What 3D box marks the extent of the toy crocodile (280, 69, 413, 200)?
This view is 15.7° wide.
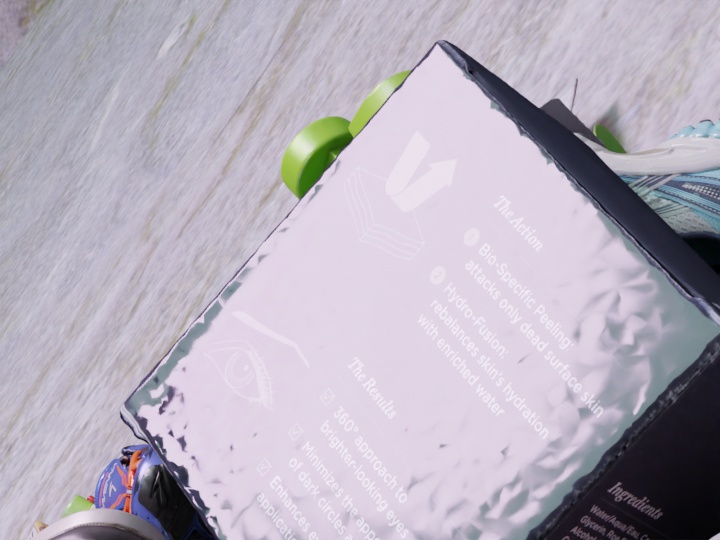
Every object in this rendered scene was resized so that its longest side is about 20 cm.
[{"bbox_3d":[0.000,0.000,1.114,0.068,0.062,0.200,46,134,36],"label":"toy crocodile"}]

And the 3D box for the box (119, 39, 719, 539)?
[{"bbox_3d":[0.046,0.056,0.993,0.200,0.117,0.197,-49,48,10],"label":"box"}]

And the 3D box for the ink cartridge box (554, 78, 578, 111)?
[{"bbox_3d":[0.052,0.004,1.335,0.200,0.044,0.174,-45,7,20],"label":"ink cartridge box"}]

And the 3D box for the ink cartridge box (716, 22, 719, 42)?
[{"bbox_3d":[0.233,-0.095,1.012,0.144,0.084,0.200,-48,19,12],"label":"ink cartridge box"}]

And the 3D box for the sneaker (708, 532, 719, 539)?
[{"bbox_3d":[0.094,0.152,0.907,0.200,0.077,0.082,-35,-2,18],"label":"sneaker"}]

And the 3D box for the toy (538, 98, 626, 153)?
[{"bbox_3d":[0.039,-0.009,1.207,0.200,0.115,0.047,-29,43,24],"label":"toy"}]

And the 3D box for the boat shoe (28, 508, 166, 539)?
[{"bbox_3d":[-0.152,0.162,1.055,0.200,0.067,0.057,-37,31,35],"label":"boat shoe"}]

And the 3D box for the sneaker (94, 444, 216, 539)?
[{"bbox_3d":[-0.084,0.109,1.160,0.200,0.078,0.075,79,-154,-77],"label":"sneaker"}]

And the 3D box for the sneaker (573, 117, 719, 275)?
[{"bbox_3d":[0.098,-0.010,1.100,0.200,0.078,0.086,-9,47,25],"label":"sneaker"}]

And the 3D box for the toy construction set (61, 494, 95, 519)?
[{"bbox_3d":[-0.152,0.179,1.409,0.200,0.092,0.131,-43,-7,1],"label":"toy construction set"}]

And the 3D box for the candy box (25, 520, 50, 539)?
[{"bbox_3d":[-0.081,0.189,1.107,0.057,0.117,0.200,-59,26,9],"label":"candy box"}]
